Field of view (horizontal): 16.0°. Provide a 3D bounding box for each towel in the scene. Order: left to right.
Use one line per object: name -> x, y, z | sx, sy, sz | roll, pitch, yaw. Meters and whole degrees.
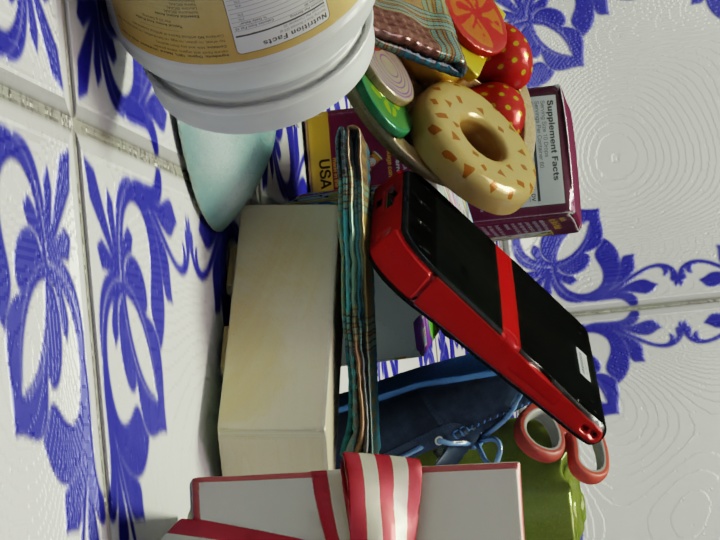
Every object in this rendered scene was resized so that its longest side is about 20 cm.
towel -> -0.012, -0.213, 1.611 | 0.022, 0.146, 0.201 | -51, -141, 31
towel -> -0.003, 0.018, 1.566 | 0.147, 0.022, 0.202 | 60, 28, -87

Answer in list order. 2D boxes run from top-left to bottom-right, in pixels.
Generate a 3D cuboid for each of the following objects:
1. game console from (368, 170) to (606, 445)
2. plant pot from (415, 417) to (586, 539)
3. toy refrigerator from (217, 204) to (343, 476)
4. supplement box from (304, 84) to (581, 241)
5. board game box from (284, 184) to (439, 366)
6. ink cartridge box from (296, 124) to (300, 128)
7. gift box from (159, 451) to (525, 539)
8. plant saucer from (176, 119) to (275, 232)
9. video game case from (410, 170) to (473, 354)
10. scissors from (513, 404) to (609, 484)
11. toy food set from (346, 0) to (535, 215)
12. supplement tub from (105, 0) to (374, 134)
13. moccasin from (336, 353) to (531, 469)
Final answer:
game console -> 0.078, 0.020, 1.582 | 0.177, 0.031, 0.200 | 43, 14, -10
plant pot -> 0.061, 0.174, 1.782 | 0.200, 0.189, 0.202 | -7, 90, -83
toy refrigerator -> -0.048, 0.052, 1.530 | 0.201, 0.069, 0.076 | -86, 175, -49
supplement box -> 0.066, -0.075, 1.972 | 0.131, 0.198, 0.104 | 39, 46, -81
board game box -> 0.000, 0.000, 1.779 | 0.200, 0.102, 0.106 | -47, 130, -80
ink cartridge box -> -0.024, -0.219, 1.898 | 0.115, 0.067, 0.201 | -72, 155, -67
gift box -> -0.016, 0.193, 1.263 | 0.187, 0.198, 0.186 | 122, -39, -77
plant saucer -> -0.079, -0.125, 1.537 | 0.201, 0.038, 0.203 | -5, 90, -82
video game case -> 0.073, -0.006, 1.803 | 0.143, 0.018, 0.201 | -47, 119, -79
scissors -> 0.127, 0.070, 1.772 | 0.014, 0.073, 0.201 | -59, -154, 34
toy food set -> 0.050, -0.139, 1.700 | 0.198, 0.049, 0.200 | 44, 38, -16
supplement tub -> -0.068, -0.181, 1.271 | 0.201, 0.143, 0.145 | 76, 11, -45
moccasin -> 0.048, 0.100, 1.695 | 0.080, 0.199, 0.069 | -70, 144, -80
